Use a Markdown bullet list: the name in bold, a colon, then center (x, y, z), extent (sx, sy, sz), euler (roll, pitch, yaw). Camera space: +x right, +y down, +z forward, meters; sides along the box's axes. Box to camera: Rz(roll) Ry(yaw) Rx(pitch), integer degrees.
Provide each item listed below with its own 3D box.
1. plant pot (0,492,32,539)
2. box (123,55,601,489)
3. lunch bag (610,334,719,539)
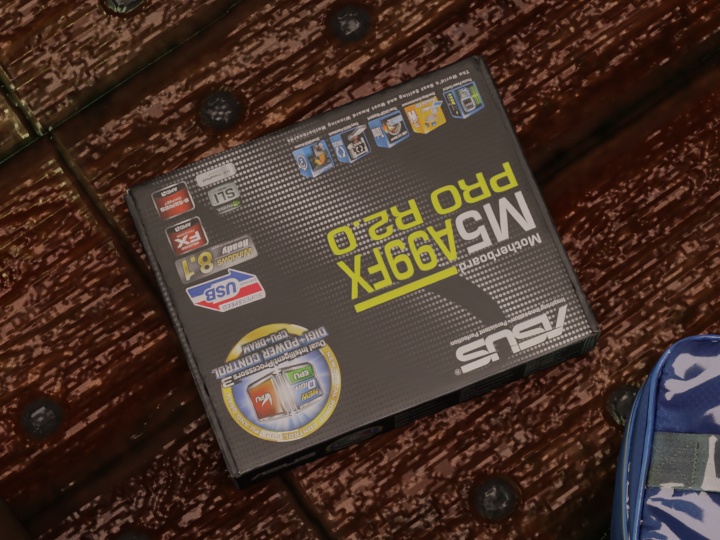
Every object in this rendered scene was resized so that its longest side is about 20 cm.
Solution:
- **plant pot**: center (-0.185, 0.227, 1.142), extent (0.200, 0.200, 0.198), euler (-40, 87, -8)
- **box**: center (0.000, 0.000, 1.259), extent (0.199, 0.044, 0.161), euler (-21, 76, -4)
- **lunch bag**: center (0.221, 0.113, 1.181), extent (0.199, 0.132, 0.136), euler (7, 76, 4)
